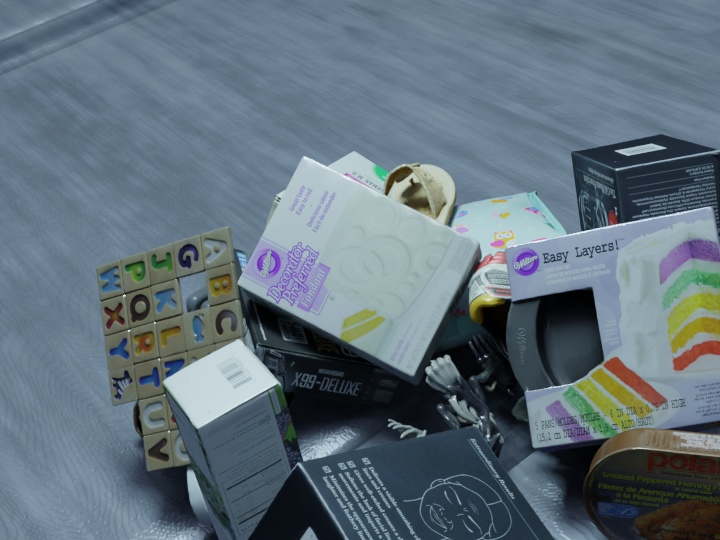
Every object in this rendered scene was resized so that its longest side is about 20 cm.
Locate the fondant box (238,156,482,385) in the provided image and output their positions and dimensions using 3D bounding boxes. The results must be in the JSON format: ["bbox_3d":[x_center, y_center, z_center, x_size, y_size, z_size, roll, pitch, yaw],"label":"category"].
[{"bbox_3d":[0.000,0.000,1.253,0.198,0.058,0.146,26,82,13],"label":"fondant box"}]

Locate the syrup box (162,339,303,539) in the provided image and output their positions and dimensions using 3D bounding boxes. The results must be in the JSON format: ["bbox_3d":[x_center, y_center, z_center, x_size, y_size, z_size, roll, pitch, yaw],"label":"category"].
[{"bbox_3d":[-0.095,0.171,1.100,0.081,0.202,0.079,-27,36,-18],"label":"syrup box"}]

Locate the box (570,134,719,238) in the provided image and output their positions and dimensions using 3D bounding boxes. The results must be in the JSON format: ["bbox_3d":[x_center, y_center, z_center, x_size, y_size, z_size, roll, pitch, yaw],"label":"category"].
[{"bbox_3d":[0.286,-0.028,1.264,0.102,0.185,0.200,-10,10,-1],"label":"box"}]

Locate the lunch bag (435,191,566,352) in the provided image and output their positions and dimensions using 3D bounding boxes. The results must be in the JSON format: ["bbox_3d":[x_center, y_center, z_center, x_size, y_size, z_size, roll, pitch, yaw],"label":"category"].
[{"bbox_3d":[0.139,0.010,1.356,0.167,0.124,0.201,-11,27,-3],"label":"lunch bag"}]

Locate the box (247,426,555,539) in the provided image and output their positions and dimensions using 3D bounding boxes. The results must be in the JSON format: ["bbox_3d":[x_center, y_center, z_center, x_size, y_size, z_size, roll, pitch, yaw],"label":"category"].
[{"bbox_3d":[0.038,0.219,0.973,0.198,0.108,0.149,-4,47,-43],"label":"box"}]

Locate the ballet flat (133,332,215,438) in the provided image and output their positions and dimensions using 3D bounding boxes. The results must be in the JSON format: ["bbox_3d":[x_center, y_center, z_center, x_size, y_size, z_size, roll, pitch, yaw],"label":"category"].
[{"bbox_3d":[-0.177,0.122,1.242,0.070,0.200,0.065,40,58,3],"label":"ballet flat"}]

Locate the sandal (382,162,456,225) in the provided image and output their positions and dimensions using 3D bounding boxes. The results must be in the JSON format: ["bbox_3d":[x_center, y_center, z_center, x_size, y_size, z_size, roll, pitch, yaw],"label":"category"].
[{"bbox_3d":[0.056,-0.077,1.351,0.076,0.070,0.213,-16,36,14],"label":"sandal"}]

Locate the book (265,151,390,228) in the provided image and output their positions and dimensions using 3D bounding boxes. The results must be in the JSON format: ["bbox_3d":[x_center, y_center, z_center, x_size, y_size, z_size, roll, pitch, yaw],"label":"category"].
[{"bbox_3d":[-0.004,-0.067,1.515,0.132,0.049,0.200,30,32,14],"label":"book"}]

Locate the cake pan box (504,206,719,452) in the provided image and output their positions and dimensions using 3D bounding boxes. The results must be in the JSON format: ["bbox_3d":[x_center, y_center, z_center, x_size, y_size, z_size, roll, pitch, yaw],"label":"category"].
[{"bbox_3d":[0.228,0.054,1.124,0.197,0.052,0.187,-10,75,16],"label":"cake pan box"}]

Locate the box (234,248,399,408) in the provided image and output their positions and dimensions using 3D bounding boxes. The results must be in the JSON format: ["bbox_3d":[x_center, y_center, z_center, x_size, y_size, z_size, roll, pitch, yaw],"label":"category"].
[{"bbox_3d":[-0.057,0.058,1.336,0.155,0.050,0.201,12,25,-20],"label":"box"}]

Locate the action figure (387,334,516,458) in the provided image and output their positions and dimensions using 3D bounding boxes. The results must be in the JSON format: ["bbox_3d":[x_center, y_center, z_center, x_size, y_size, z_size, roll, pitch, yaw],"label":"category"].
[{"bbox_3d":[0.080,0.141,1.166,0.102,0.119,0.200,37,28,-1],"label":"action figure"}]

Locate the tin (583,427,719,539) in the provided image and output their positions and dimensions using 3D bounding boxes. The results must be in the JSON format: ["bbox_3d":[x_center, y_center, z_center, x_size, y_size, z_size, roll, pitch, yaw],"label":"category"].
[{"bbox_3d":[0.284,0.186,1.061,0.197,0.113,0.042,4,35,19],"label":"tin"}]

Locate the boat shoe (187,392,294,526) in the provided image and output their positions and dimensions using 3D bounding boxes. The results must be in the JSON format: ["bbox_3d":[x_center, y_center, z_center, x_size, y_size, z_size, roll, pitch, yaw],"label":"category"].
[{"bbox_3d":[-0.107,0.164,1.231,0.067,0.075,0.200,-14,21,21],"label":"boat shoe"}]

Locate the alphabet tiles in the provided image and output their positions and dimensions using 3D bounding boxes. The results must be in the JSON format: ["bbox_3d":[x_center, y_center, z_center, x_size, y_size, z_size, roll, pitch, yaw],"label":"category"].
[{"bbox_3d":[-0.171,0.077,1.182,0.165,0.203,0.008,-15,-11,31],"label":"alphabet tiles"}]

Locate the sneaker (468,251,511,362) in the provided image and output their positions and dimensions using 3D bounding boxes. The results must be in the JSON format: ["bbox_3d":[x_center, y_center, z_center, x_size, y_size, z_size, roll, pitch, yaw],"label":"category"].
[{"bbox_3d":[0.177,0.076,1.221,0.199,0.078,0.082,38,38,-5],"label":"sneaker"}]

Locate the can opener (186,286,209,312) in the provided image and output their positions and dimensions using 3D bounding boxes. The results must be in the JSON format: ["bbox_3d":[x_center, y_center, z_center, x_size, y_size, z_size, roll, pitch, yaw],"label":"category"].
[{"bbox_3d":[-0.117,-0.006,1.493,0.053,0.068,0.199,21,38,39],"label":"can opener"}]

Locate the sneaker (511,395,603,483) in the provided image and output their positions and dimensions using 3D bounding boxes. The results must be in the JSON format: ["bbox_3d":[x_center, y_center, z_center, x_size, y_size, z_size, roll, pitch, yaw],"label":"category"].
[{"bbox_3d":[0.239,0.160,1.156,0.200,0.060,0.104,44,96,19],"label":"sneaker"}]
